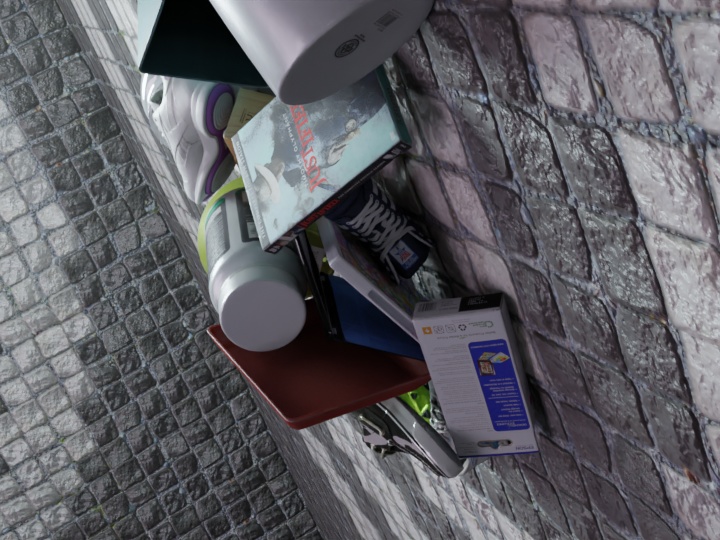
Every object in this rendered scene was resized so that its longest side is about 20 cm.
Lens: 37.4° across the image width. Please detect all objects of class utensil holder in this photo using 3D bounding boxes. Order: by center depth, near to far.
[{"bbox_3d":[-0.057,-0.264,0.886,0.201,0.169,0.170,57,165,8],"label":"utensil holder"}]

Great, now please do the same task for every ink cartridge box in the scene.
[{"bbox_3d":[0.126,0.115,1.126,0.037,0.094,0.201,-69,-34,-54],"label":"ink cartridge box"}]

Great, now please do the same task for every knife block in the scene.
[{"bbox_3d":[-0.060,-0.142,1.212,0.174,0.064,0.200,16,167,6],"label":"knife block"}]

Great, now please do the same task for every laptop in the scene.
[{"bbox_3d":[0.000,0.000,1.213,0.187,0.115,0.201,-109,1,-66],"label":"laptop"}]

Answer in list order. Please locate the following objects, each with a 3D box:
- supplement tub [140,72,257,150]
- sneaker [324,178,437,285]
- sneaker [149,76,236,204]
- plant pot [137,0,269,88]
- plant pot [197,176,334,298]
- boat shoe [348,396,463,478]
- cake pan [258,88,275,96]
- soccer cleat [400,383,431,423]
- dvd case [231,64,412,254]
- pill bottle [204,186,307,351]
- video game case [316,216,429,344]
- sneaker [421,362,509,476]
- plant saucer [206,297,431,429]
[{"bbox_3d":[-0.203,-0.248,1.338,0.201,0.144,0.146,-101,-4,-50],"label":"supplement tub"},{"bbox_3d":[0.016,-0.049,1.142,0.109,0.070,0.200,49,-173,23],"label":"sneaker"},{"bbox_3d":[-0.195,-0.164,1.244,0.099,0.075,0.201,29,143,15],"label":"sneaker"},{"bbox_3d":[-0.148,-0.312,1.065,0.141,0.140,0.201,128,137,-50],"label":"plant pot"},{"bbox_3d":[-0.108,-0.030,1.449,0.188,0.186,0.200,66,165,-19],"label":"plant pot"},{"bbox_3d":[0.035,0.180,1.215,0.200,0.064,0.071,40,180,35],"label":"boat shoe"},{"bbox_3d":[-0.070,-0.169,1.356,0.201,0.037,0.201,54,164,23],"label":"cake pan"},{"bbox_3d":[0.050,0.114,1.336,0.081,0.067,0.201,6,-122,-66],"label":"soccer cleat"},{"bbox_3d":[-0.045,-0.128,1.055,0.200,0.022,0.147,-36,59,33],"label":"dvd case"},{"bbox_3d":[-0.120,-0.004,1.219,0.200,0.112,0.114,-106,-3,-56],"label":"pill bottle"},{"bbox_3d":[0.032,0.022,1.182,0.200,0.018,0.143,41,-168,-23],"label":"video game case"},{"bbox_3d":[0.109,0.177,1.250,0.075,0.087,0.200,36,162,49],"label":"sneaker"},{"bbox_3d":[-0.044,0.102,1.197,0.200,0.199,0.037,40,135,45],"label":"plant saucer"}]
